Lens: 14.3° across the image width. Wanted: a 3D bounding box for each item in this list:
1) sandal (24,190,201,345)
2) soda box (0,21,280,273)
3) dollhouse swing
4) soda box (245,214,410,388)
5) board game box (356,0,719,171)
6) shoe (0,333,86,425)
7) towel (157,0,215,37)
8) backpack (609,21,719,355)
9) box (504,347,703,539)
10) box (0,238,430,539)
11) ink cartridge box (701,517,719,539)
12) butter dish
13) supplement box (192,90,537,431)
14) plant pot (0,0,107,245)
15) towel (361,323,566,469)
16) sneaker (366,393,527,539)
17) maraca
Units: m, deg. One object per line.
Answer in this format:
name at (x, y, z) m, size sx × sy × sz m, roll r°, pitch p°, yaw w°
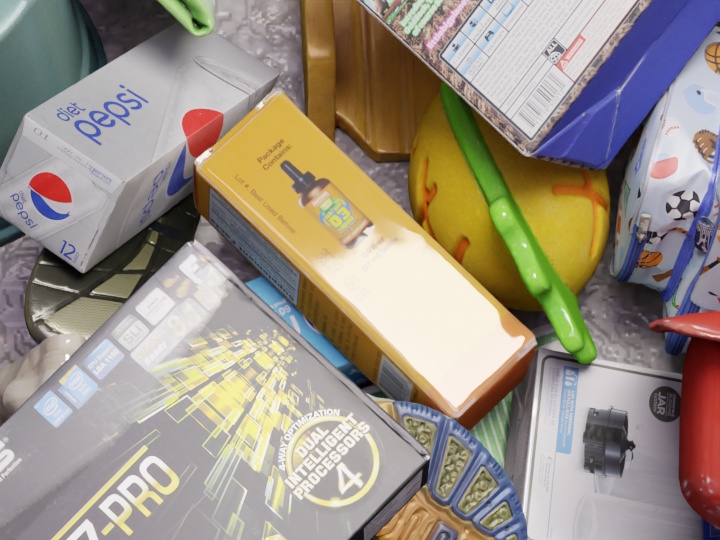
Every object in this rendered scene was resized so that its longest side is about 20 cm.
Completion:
sandal at (-0.130, 0.000, 1.567) m, size 0.079 × 0.058 × 0.201 m, roll 26°, pitch 29°, yaw -2°
soda box at (-0.121, -0.072, 1.564) m, size 0.068 × 0.064 × 0.200 m, roll 33°, pitch 29°, yaw 9°
dollhouse swing at (0.068, -0.180, 1.613) m, size 0.198 × 0.176 × 0.183 m, roll -2°, pitch 70°, yaw -4°
soda box at (-0.050, 0.045, 1.585) m, size 0.199 × 0.064 × 0.068 m, roll -24°, pitch 73°, yaw -10°
board game box at (0.086, -0.177, 1.490) m, size 0.200 × 0.097 × 0.160 m, roll 45°, pitch 106°, yaw 23°
shoe at (-0.163, 0.071, 1.499) m, size 0.069 × 0.200 × 0.054 m, roll -6°, pitch 83°, yaw -15°
towel at (-0.130, -0.210, 1.590) m, size 0.149 × 0.200 × 0.031 m, roll 41°, pitch 103°, yaw -17°
backpack at (0.214, -0.036, 1.558) m, size 0.153 × 0.191 × 0.201 m, roll 16°, pitch 51°, yaw 12°
box at (0.179, 0.119, 1.555) m, size 0.199 × 0.060 × 0.117 m, roll 12°, pitch 67°, yaw -7°
box at (-0.090, 0.109, 1.357) m, size 0.161 × 0.049 × 0.200 m, roll 42°, pitch 74°, yaw 14°
ink cartridge box at (0.239, 0.208, 1.503) m, size 0.118 × 0.042 × 0.201 m, roll -4°, pitch 100°, yaw -4°
butter dish at (0.230, 0.100, 1.414) m, size 0.199 × 0.199 × 0.149 m, roll 12°, pitch 90°, yaw 4°
supplement box at (0.000, 0.000, 1.536) m, size 0.066 × 0.069 × 0.200 m, roll -42°, pitch 79°, yaw -16°
plant pot at (-0.239, -0.136, 1.572) m, size 0.199 × 0.196 × 0.202 m, roll 1°, pitch 69°, yaw -3°
towel at (0.083, 0.139, 1.579) m, size 0.152 × 0.023 × 0.201 m, roll -19°, pitch 72°, yaw -10°
sneaker at (0.000, 0.096, 1.504) m, size 0.199 × 0.088 × 0.075 m, roll 36°, pitch 80°, yaw 0°
maraca at (0.085, -0.031, 1.556) m, size 0.107 × 0.137 × 0.200 m, roll -31°, pitch 33°, yaw 10°
